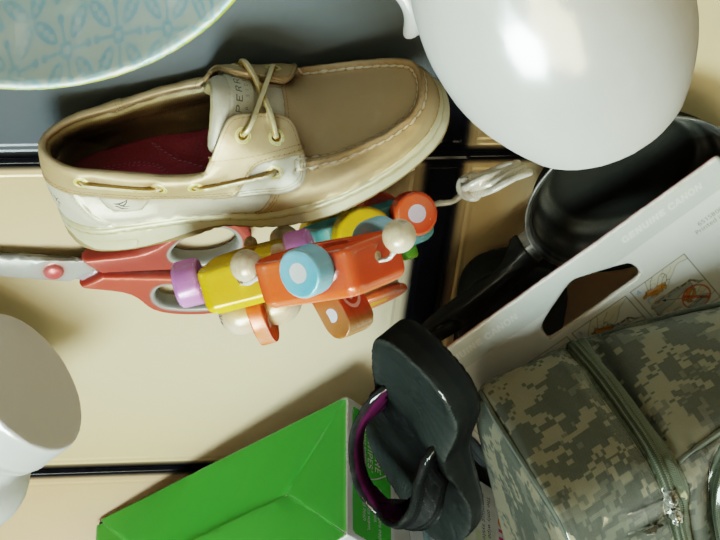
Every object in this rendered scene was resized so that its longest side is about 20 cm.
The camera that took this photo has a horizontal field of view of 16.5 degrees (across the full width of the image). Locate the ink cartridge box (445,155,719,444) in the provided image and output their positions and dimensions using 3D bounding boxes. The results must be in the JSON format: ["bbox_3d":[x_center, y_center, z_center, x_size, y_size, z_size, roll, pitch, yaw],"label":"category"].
[{"bbox_3d":[0.146,0.040,1.310,0.200,0.044,0.174,-36,124,12],"label":"ink cartridge box"}]

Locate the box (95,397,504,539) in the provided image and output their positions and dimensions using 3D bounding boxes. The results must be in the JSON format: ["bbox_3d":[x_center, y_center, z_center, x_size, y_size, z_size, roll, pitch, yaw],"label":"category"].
[{"bbox_3d":[-0.023,0.179,1.422,0.200,0.097,0.176,-28,135,31],"label":"box"}]

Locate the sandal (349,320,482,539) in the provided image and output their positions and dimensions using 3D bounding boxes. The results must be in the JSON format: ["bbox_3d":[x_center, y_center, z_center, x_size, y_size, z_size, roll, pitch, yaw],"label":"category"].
[{"bbox_3d":[0.020,0.089,1.244,0.048,0.075,0.201,-40,156,-17],"label":"sandal"}]

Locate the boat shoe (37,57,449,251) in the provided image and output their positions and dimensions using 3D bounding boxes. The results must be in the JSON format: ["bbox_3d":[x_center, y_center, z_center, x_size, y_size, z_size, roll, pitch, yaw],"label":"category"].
[{"bbox_3d":[-0.059,-0.063,1.177,0.200,0.074,0.069,-16,143,10],"label":"boat shoe"}]

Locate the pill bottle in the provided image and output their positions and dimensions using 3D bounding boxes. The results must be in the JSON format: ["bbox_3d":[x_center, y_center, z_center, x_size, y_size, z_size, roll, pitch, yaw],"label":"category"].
[{"bbox_3d":[-0.245,0.106,1.306,0.200,0.111,0.111,-33,132,26],"label":"pill bottle"}]

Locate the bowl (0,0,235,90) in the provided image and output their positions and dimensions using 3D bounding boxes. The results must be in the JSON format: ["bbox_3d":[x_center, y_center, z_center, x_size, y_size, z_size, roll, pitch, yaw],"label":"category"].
[{"bbox_3d":[-0.136,-0.181,1.009,0.200,0.108,0.200,-4,138,-4],"label":"bowl"}]

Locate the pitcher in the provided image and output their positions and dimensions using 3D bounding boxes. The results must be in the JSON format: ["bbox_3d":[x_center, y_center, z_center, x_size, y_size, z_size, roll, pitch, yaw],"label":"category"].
[{"bbox_3d":[0.050,-0.141,1.093,0.171,0.121,0.200,-6,132,29],"label":"pitcher"}]

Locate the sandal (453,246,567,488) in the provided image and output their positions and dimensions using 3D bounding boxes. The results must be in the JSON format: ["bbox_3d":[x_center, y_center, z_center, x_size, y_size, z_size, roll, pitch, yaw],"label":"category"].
[{"bbox_3d":[0.080,0.070,1.365,0.075,0.048,0.201,-8,138,-1],"label":"sandal"}]

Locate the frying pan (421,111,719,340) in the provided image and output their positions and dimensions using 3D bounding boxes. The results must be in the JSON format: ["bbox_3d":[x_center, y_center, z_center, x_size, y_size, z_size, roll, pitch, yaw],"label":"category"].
[{"bbox_3d":[0.116,-0.018,1.276,0.115,0.031,0.190,13,133,-34],"label":"frying pan"}]

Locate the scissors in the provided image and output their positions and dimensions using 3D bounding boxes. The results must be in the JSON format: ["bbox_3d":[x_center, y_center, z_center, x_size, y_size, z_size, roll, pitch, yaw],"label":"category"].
[{"bbox_3d":[-0.146,0.004,1.282,0.200,0.014,0.073,-7,140,-3],"label":"scissors"}]

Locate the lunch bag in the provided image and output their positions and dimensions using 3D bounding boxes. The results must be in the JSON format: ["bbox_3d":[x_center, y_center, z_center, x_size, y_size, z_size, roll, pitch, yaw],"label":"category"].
[{"bbox_3d":[0.166,0.121,1.267,0.167,0.139,0.200,-24,126,-10],"label":"lunch bag"}]

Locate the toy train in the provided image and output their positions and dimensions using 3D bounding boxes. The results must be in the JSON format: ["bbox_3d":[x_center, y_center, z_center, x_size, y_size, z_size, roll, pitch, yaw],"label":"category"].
[{"bbox_3d":[0.000,0.000,1.174,0.150,0.056,0.200,-11,-173,34],"label":"toy train"}]
